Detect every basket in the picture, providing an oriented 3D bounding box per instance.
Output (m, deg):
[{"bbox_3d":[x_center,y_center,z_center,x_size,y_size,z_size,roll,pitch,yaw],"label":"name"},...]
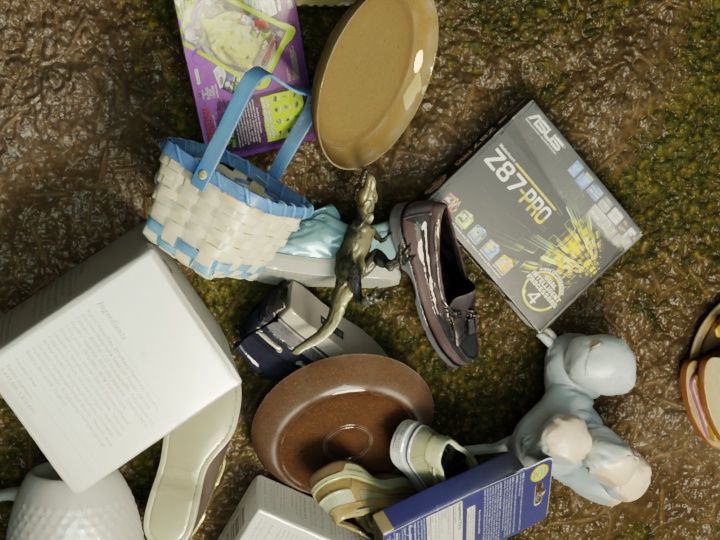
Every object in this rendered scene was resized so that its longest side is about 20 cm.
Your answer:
[{"bbox_3d":[-0.116,-0.096,1.437,0.139,0.176,0.201,35,97,17],"label":"basket"}]

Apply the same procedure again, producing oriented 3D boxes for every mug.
[{"bbox_3d":[-0.318,0.289,1.532,0.198,0.147,0.177,3,98,20],"label":"mug"}]

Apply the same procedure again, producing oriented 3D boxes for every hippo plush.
[{"bbox_3d":[0.247,0.154,1.617,0.158,0.200,0.162,29,70,-20],"label":"hippo plush"}]

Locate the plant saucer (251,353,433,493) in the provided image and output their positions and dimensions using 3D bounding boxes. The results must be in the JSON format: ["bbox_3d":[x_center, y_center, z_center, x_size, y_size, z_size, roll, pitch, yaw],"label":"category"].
[{"bbox_3d":[-0.015,0.174,1.570,0.198,0.035,0.202,-8,130,-9],"label":"plant saucer"}]

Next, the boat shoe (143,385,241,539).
[{"bbox_3d":[-0.175,0.197,1.571,0.071,0.060,0.202,16,80,5],"label":"boat shoe"}]

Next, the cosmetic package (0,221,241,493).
[{"bbox_3d":[-0.248,0.082,1.483,0.199,0.165,0.166,-33,106,-2],"label":"cosmetic package"}]

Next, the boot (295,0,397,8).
[{"bbox_3d":[-0.043,-0.366,1.489,0.173,0.066,0.202,-1,100,-11],"label":"boot"}]

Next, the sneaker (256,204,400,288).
[{"bbox_3d":[-0.055,-0.028,1.559,0.198,0.074,0.083,5,75,-11],"label":"sneaker"}]

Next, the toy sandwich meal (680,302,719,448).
[{"bbox_3d":[0.458,0.111,1.678,0.203,0.070,0.208,-2,101,-11],"label":"toy sandwich meal"}]

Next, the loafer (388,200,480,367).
[{"bbox_3d":[0.092,0.016,1.569,0.062,0.072,0.201,-10,117,29],"label":"loafer"}]

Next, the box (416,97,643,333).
[{"bbox_3d":[0.183,-0.059,1.602,0.161,0.049,0.200,-43,105,-4],"label":"box"}]

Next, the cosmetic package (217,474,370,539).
[{"bbox_3d":[-0.047,0.313,1.607,0.199,0.074,0.102,26,111,-16],"label":"cosmetic package"}]

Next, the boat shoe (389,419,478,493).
[{"bbox_3d":[0.094,0.218,1.579,0.073,0.062,0.200,-64,147,-10],"label":"boat shoe"}]

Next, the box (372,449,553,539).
[{"bbox_3d":[0.107,0.257,1.545,0.198,0.033,0.122,-21,140,-16],"label":"box"}]

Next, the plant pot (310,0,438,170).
[{"bbox_3d":[0.010,-0.200,1.492,0.027,0.200,0.202,27,96,27],"label":"plant pot"}]

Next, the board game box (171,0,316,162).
[{"bbox_3d":[-0.115,-0.209,1.486,0.119,0.032,0.202,-16,126,-11],"label":"board game box"}]

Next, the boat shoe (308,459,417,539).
[{"bbox_3d":[0.017,0.260,1.570,0.071,0.077,0.199,-38,147,21],"label":"boat shoe"}]

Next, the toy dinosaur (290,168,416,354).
[{"bbox_3d":[0.000,0.000,1.492,0.047,0.088,0.202,31,76,-44],"label":"toy dinosaur"}]

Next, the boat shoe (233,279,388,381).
[{"bbox_3d":[-0.046,0.096,1.584,0.092,0.075,0.200,-36,117,25],"label":"boat shoe"}]
